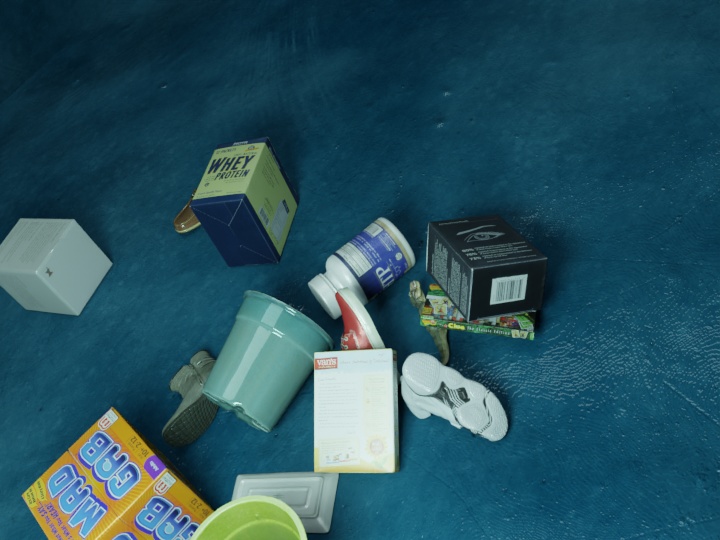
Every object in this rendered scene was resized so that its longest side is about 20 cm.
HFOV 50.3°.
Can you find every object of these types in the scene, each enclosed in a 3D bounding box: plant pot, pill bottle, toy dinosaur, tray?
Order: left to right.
[{"bbox_3d":[-0.179,0.174,1.406,0.198,0.201,0.198,16,66,36],"label":"plant pot"},{"bbox_3d":[-0.132,0.461,1.109,0.197,0.191,0.202,-13,46,14],"label":"plant pot"},{"bbox_3d":[-0.137,0.389,1.299,0.197,0.022,0.108,-7,49,20],"label":"tray"},{"bbox_3d":[0.000,0.000,1.516,0.199,0.120,0.120,-38,45,-10],"label":"pill bottle"},{"bbox_3d":[0.153,0.092,1.415,0.087,0.048,0.201,-26,48,7],"label":"toy dinosaur"}]

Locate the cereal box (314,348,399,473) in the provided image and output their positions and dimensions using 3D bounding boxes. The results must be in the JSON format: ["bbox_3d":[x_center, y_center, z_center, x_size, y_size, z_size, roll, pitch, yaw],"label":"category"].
[{"bbox_3d":[-0.007,0.236,1.292,0.142,0.039,0.203,-4,77,17],"label":"cereal box"}]

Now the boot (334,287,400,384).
[{"bbox_3d":[-0.031,0.144,1.364,0.143,0.202,0.072,-27,0,-2],"label":"boot"}]

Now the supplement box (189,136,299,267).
[{"bbox_3d":[-0.252,-0.151,1.720,0.132,0.201,0.202,-4,47,21],"label":"supplement box"}]

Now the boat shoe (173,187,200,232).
[{"bbox_3d":[-0.394,-0.178,1.908,0.072,0.068,0.200,28,67,41],"label":"boat shoe"}]

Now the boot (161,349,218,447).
[{"bbox_3d":[-0.334,0.249,1.502,0.129,0.068,0.200,14,50,40],"label":"boot"}]

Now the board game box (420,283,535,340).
[{"bbox_3d":[0.212,0.071,1.366,0.197,0.024,0.105,6,34,12],"label":"board game box"}]

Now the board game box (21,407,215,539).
[{"bbox_3d":[-0.393,0.399,1.284,0.200,0.201,0.199,-45,46,-17],"label":"board game box"}]

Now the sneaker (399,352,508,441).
[{"bbox_3d":[0.149,0.219,1.280,0.199,0.115,0.075,34,66,6],"label":"sneaker"}]

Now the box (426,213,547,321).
[{"bbox_3d":[0.219,-0.010,1.371,0.146,0.106,0.200,-7,28,-14],"label":"box"}]

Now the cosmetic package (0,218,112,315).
[{"bbox_3d":[-0.756,-0.011,1.863,0.197,0.167,0.169,4,52,29],"label":"cosmetic package"}]
